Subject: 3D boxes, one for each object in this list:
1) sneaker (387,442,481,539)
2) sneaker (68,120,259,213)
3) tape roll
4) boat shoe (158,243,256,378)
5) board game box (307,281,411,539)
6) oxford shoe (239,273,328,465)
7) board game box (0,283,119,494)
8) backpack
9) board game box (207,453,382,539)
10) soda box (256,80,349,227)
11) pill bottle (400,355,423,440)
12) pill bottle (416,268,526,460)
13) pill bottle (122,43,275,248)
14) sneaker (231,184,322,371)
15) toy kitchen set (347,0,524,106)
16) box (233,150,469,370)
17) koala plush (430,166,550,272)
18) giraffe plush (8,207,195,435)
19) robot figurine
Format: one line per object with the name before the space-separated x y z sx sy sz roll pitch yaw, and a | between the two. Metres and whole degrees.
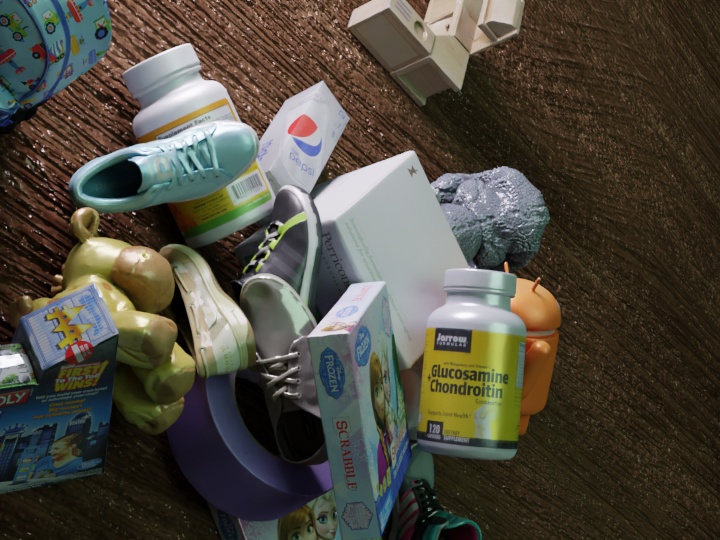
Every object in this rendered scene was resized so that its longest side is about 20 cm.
sneaker | 0.092 0.303 1.334 0.083 0.120 0.201 32 54 -39
sneaker | -0.194 -0.097 1.080 0.082 0.199 0.074 -137 -154 -78
tape roll | -0.101 0.156 1.148 0.199 0.085 0.201 25 46 -29
boat shoe | -0.173 0.039 1.090 0.063 0.201 0.074 -18 132 -26
board game box | 0.005 0.132 1.082 0.200 0.041 0.201 -52 134 -73
oxford shoe | -0.071 0.101 1.061 0.058 0.075 0.201 -33 109 -71
board game box | -0.284 0.103 0.895 0.199 0.200 0.062 -4 46 -40
backpack | -0.328 -0.220 0.958 0.183 0.199 0.135 56 42 -21
board game box | -0.060 0.304 1.216 0.200 0.041 0.201 -26 96 -51
soda box | -0.082 -0.144 1.312 0.064 0.068 0.201 52 38 -24
pill bottle | 0.085 0.156 1.382 0.199 0.114 0.115 1 76 -50
pill bottle | 0.124 0.103 1.193 0.112 0.112 0.202 11 82 -47
pill bottle | -0.179 -0.136 1.176 0.111 0.111 0.201 -35 104 -49
sneaker | -0.091 0.004 1.122 0.082 0.072 0.202 8 75 -27
toy kitchen set | 0.119 -0.388 1.576 0.180 0.163 0.201 41 48 -33
box | 0.000 0.000 1.290 0.200 0.171 0.200 -43 112 -48
koala plush | 0.138 -0.055 1.493 0.199 0.183 0.179 -15 88 -39
giraffe plush | -0.242 0.039 1.036 0.199 0.173 0.163 19 45 -6
robot figurine | 0.179 0.097 1.301 0.144 0.116 0.202 -21 121 -68
